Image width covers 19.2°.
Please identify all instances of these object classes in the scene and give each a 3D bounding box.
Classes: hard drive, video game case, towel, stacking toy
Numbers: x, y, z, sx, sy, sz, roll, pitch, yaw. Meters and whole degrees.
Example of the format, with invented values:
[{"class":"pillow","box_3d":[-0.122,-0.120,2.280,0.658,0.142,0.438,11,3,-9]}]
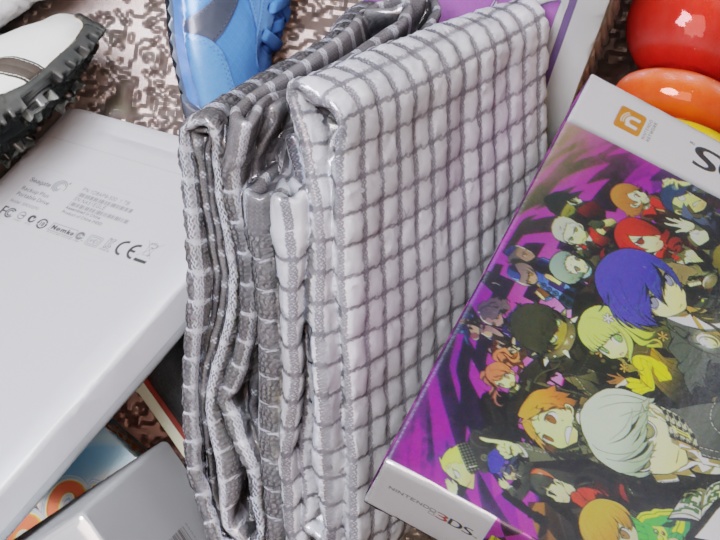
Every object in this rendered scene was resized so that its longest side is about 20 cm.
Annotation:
[{"class":"hard drive","box_3d":[-0.133,0.020,0.851,0.132,0.027,0.200,17,56,38]},{"class":"video game case","box_3d":[0.122,0.044,0.765,0.181,0.036,0.200,29,55,3]},{"class":"towel","box_3d":[0.000,0.000,0.829,0.085,0.166,0.200,11,116,30]},{"class":"stacking toy","box_3d":[0.125,-0.030,0.872,0.085,0.085,0.200,14,76,2]}]

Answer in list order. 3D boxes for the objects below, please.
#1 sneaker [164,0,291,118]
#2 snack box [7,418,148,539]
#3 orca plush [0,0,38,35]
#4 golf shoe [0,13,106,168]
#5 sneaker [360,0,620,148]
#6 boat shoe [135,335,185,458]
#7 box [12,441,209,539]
[{"class":"sneaker","box_3d":[-0.047,-0.136,0.910,0.078,0.066,0.201,-5,88,-2]},{"class":"snack box","box_3d":[-0.100,0.148,0.916,0.200,0.037,0.116,41,91,2]},{"class":"orca plush","box_3d":[-0.163,-0.156,0.903,0.105,0.071,0.200,30,127,-31]},{"class":"golf shoe","box_3d":[-0.195,-0.065,0.863,0.200,0.078,0.095,-38,86,-27]},{"class":"sneaker","box_3d":[0.058,-0.140,0.865,0.114,0.073,0.201,27,127,8]},{"class":"boat shoe","box_3d":[-0.052,0.058,0.905,0.063,0.071,0.200,-39,84,-3]},{"class":"box","box_3d":[-0.144,0.169,0.835,0.200,0.124,0.098,-33,92,12]}]
